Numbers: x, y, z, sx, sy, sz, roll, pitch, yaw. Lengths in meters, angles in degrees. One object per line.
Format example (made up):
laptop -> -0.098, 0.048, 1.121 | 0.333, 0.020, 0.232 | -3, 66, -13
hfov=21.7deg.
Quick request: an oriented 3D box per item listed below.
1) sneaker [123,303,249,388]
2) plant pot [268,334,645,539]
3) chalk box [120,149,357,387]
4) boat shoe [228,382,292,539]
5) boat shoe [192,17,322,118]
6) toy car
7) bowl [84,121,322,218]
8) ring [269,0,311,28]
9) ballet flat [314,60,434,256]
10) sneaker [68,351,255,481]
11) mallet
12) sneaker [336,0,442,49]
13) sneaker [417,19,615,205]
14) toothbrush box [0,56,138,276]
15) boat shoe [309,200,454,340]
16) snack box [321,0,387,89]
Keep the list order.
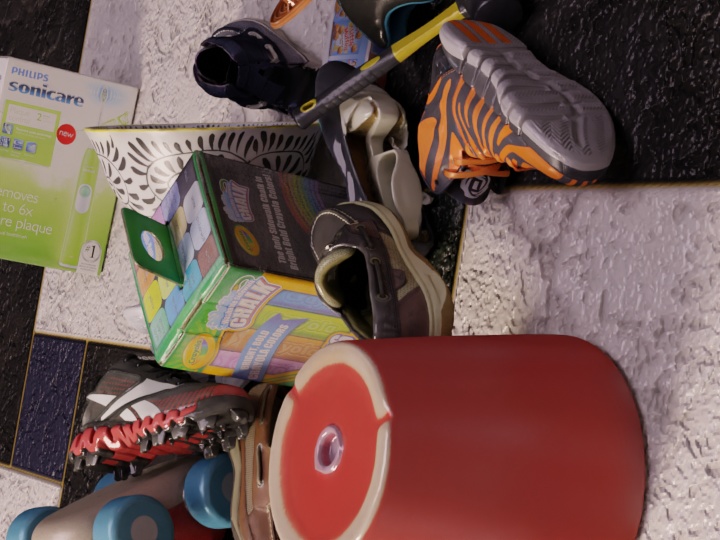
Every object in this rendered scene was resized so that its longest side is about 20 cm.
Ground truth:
sneaker -> -0.157, 0.070, 1.599 | 0.200, 0.115, 0.075 | -39, 5, 42
plant pot -> 0.051, 0.127, 1.191 | 0.200, 0.177, 0.201 | -28, 57, 53
chalk box -> -0.097, 0.000, 1.451 | 0.124, 0.200, 0.125 | -53, 39, 35
boat shoe -> -0.057, 0.164, 1.457 | 0.074, 0.076, 0.200 | -49, 42, 34
boat shoe -> -0.112, -0.187, 1.643 | 0.200, 0.093, 0.075 | 29, 105, 58
toy car -> -0.168, 0.271, 1.564 | 0.184, 0.177, 0.200 | -14, 96, 51
bowl -> -0.126, -0.075, 1.550 | 0.201, 0.200, 0.094 | 7, 99, 59
ring -> -0.008, -0.267, 1.435 | 0.200, 0.019, 0.200 | -47, 13, 14
ballet flat -> 0.016, -0.086, 1.425 | 0.073, 0.073, 0.200 | -41, 54, 46
sneaker -> -0.160, 0.106, 1.507 | 0.200, 0.071, 0.098 | -17, 61, 44
mallet -> 0.035, -0.157, 1.382 | 0.200, 0.041, 0.066 | -38, 46, 15
sneaker -> 0.059, -0.251, 1.430 | 0.200, 0.073, 0.082 | -42, 75, 39
sneaker -> 0.104, -0.084, 1.291 | 0.200, 0.077, 0.112 | -125, 43, -51
toothbrush box -> -0.326, -0.106, 1.915 | 0.086, 0.145, 0.200 | 10, 88, 59
boat shoe -> 0.000, 0.001, 1.315 | 0.201, 0.066, 0.072 | 47, 129, 56
snack box -> 0.005, -0.221, 1.529 | 0.072, 0.024, 0.200 | 6, 85, 57
